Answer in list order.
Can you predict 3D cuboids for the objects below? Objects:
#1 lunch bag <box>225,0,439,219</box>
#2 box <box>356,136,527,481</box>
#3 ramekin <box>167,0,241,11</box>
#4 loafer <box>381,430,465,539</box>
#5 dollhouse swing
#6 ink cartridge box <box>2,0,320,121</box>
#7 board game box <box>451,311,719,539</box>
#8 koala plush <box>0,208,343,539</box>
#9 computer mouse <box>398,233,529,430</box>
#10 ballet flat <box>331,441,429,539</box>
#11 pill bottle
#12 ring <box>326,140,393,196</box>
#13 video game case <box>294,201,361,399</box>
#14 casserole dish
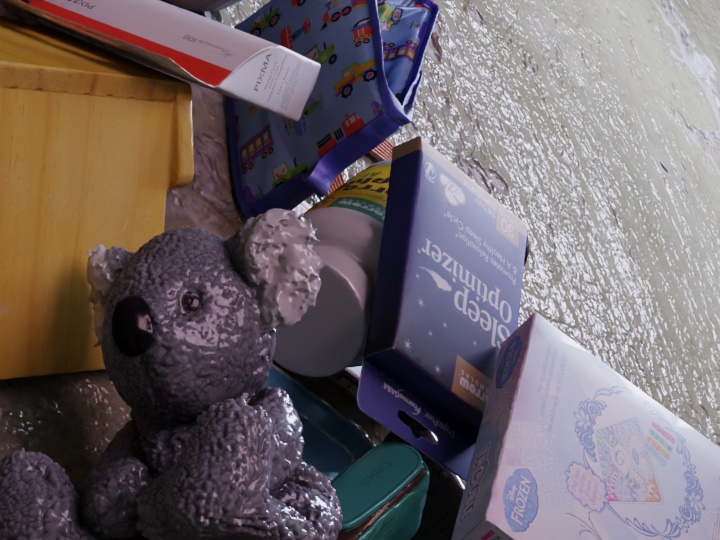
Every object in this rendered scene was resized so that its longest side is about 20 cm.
[{"bbox_3d":[-0.027,-0.128,1.444,0.094,0.150,0.201,42,31,-28],"label":"lunch bag"},{"bbox_3d":[0.057,0.026,1.295,0.121,0.032,0.201,36,49,-36],"label":"box"},{"bbox_3d":[-0.128,-0.290,1.507,0.202,0.094,0.203,39,33,-31],"label":"ramekin"},{"bbox_3d":[0.084,0.195,1.381,0.069,0.075,0.201,0,62,-54],"label":"loafer"},{"bbox_3d":[-0.218,-0.051,1.178,0.181,0.177,0.200,23,13,28],"label":"dollhouse swing"},{"bbox_3d":[-0.136,-0.158,1.275,0.159,0.048,0.200,23,1,22],"label":"ink cartridge box"},{"bbox_3d":[0.160,0.152,1.234,0.199,0.043,0.200,37,37,-12],"label":"board game box"},{"bbox_3d":[-0.095,0.069,1.087,0.184,0.176,0.201,26,54,-56],"label":"koala plush"},{"bbox_3d":[0.068,0.056,1.390,0.053,0.139,0.200,32,28,9],"label":"computer mouse"},{"bbox_3d":[-0.030,0.178,1.203,0.200,0.067,0.071,-29,131,-38],"label":"ballet flat"},{"bbox_3d":[0.000,0.000,1.364,0.113,0.112,0.200,56,28,-3],"label":"pill bottle"},{"bbox_3d":[0.030,-0.051,1.585,0.200,0.019,0.201,42,26,-26],"label":"ring"},{"bbox_3d":[0.009,0.046,1.472,0.200,0.017,0.144,38,33,-32],"label":"video game case"},{"bbox_3d":[-0.048,0.119,1.282,0.200,0.039,0.122,38,33,-33],"label":"casserole dish"}]
